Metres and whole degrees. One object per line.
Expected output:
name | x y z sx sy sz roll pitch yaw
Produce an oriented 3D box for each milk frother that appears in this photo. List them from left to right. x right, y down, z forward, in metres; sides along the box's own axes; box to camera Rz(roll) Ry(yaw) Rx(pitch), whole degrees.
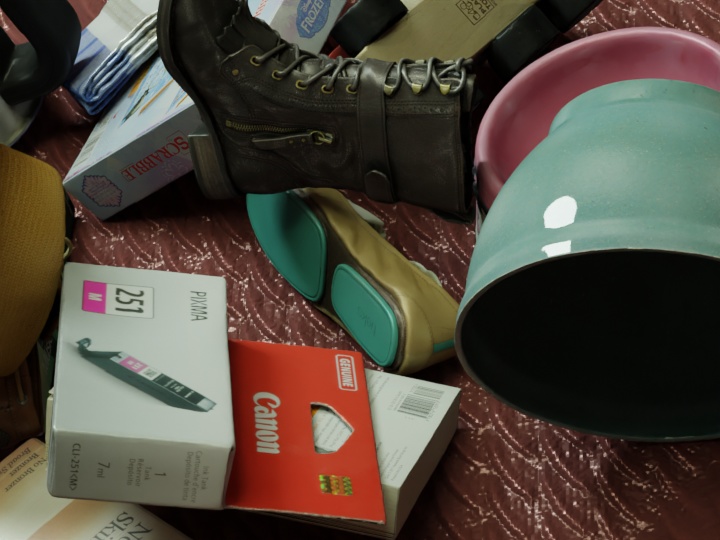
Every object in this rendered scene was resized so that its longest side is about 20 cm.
milk frother | -0.300 -0.127 1.812 0.180 0.188 0.201 4 54 39

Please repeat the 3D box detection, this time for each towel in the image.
towel | -0.130 -0.193 1.872 0.200 0.024 0.147 -47 21 -1

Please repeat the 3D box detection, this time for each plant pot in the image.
plant pot | 0.154 -0.015 1.478 0.199 0.201 0.135 -5 57 19

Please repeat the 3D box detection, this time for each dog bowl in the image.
dog bowl | 0.155 -0.063 1.645 0.199 0.074 0.201 -12 43 11

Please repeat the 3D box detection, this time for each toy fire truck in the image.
toy fire truck | 0.043 -0.151 1.776 0.176 0.200 0.129 -42 86 -18

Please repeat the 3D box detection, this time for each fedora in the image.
fedora | -0.215 -0.006 1.572 0.081 0.201 0.201 15 38 -18

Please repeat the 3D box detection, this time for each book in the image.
book | -0.057 0.081 1.542 0.199 0.048 0.134 12 25 13

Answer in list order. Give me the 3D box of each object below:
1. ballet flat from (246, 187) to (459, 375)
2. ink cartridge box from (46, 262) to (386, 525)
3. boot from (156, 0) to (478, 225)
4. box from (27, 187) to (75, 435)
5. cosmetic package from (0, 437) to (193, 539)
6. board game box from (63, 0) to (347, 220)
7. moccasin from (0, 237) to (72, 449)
ballet flat | 0.000 0.000 1.668 0.063 0.069 0.200 -9 37 -29
ink cartridge box | -0.075 0.062 1.480 0.172 0.044 0.200 5 25 -6
boot | -0.017 -0.113 1.602 0.173 0.201 0.069 2 42 17
box | -0.258 0.032 1.752 0.143 0.036 0.201 -11 44 12
cosmetic package | -0.139 0.184 1.499 0.199 0.088 0.103 26 57 40
board game box | -0.084 -0.144 1.790 0.199 0.041 0.201 -26 30 47
moccasin | -0.204 0.016 1.666 0.077 0.074 0.202 -7 44 9
